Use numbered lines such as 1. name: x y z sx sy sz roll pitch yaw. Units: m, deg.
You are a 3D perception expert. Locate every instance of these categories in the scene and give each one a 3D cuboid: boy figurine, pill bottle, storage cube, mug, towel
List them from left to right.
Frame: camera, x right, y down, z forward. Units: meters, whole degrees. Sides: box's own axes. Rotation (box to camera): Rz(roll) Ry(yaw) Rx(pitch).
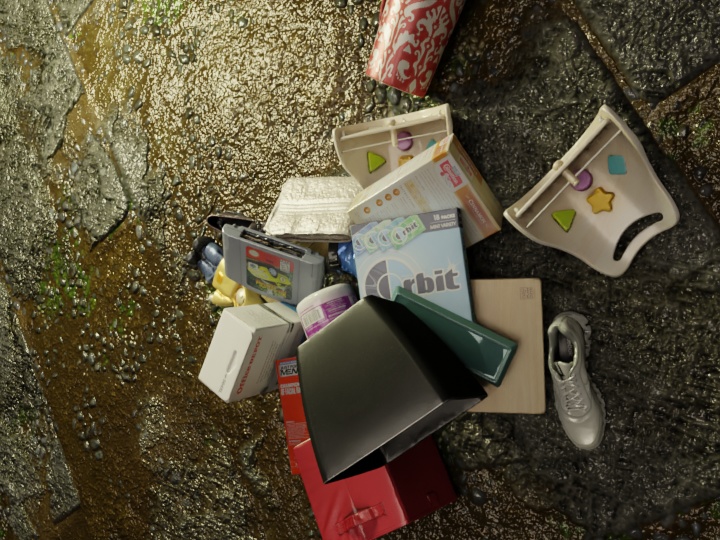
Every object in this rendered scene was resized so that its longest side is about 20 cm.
1. boy figurine: -0.272 0.022 1.366 0.200 0.064 0.125 44 110 27
2. towel: -0.078 -0.112 1.206 0.197 0.035 0.134 2 58 32
3. pill bottle: -0.030 0.135 1.187 0.111 0.112 0.203 -29 76 29
4. storage cube: 0.024 0.334 1.111 0.170 0.199 0.182 -34 68 28
5. mug: 0.092 -0.404 1.117 0.131 0.178 0.203 18 108 -7

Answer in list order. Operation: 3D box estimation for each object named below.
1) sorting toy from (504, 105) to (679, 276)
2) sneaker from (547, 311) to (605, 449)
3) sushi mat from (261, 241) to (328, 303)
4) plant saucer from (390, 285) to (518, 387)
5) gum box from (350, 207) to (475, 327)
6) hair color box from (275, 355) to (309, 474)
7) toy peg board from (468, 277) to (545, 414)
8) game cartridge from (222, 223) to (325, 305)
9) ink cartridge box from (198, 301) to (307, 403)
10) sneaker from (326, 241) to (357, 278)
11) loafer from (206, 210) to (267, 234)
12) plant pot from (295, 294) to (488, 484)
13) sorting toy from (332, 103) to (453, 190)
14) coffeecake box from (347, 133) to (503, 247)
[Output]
1. sorting toy: 0.342 -0.094 0.960 0.180 0.106 0.200 47 116 12
2. sneaker: 0.310 0.165 0.995 0.074 0.081 0.204 -12 86 29
3. sushi mat: -0.129 -0.015 1.284 0.096 0.012 0.200 46 115 -5
4. plant saucer: 0.126 0.097 0.989 0.198 0.019 0.071 26 100 12
5. gum box: 0.082 0.019 1.030 0.167 0.044 0.204 -8 91 16
6. hair color box: -0.086 0.253 1.225 0.063 0.110 0.204 -13 85 30
7. toy peg board: 0.190 0.113 1.075 0.195 0.098 0.204 -2 91 16
8. game cartridge: -0.161 -0.004 1.246 0.197 0.041 0.134 18 141 9
9. ink cartridge box: -0.179 0.141 1.228 0.084 0.199 0.148 30 106 27
10. sneaker: 0.001 0.000 1.183 0.110 0.076 0.203 -24 74 23
11. loafer: -0.219 -0.071 1.327 0.197 0.063 0.073 19 98 28
12. plant pot: 0.028 0.149 0.922 0.198 0.199 0.179 -36 68 16
13. sorting toy: 0.074 -0.167 1.132 0.197 0.107 0.183 -7 101 20
14. coffeecake box: 0.104 -0.095 1.082 0.198 0.073 0.154 -28 109 29
